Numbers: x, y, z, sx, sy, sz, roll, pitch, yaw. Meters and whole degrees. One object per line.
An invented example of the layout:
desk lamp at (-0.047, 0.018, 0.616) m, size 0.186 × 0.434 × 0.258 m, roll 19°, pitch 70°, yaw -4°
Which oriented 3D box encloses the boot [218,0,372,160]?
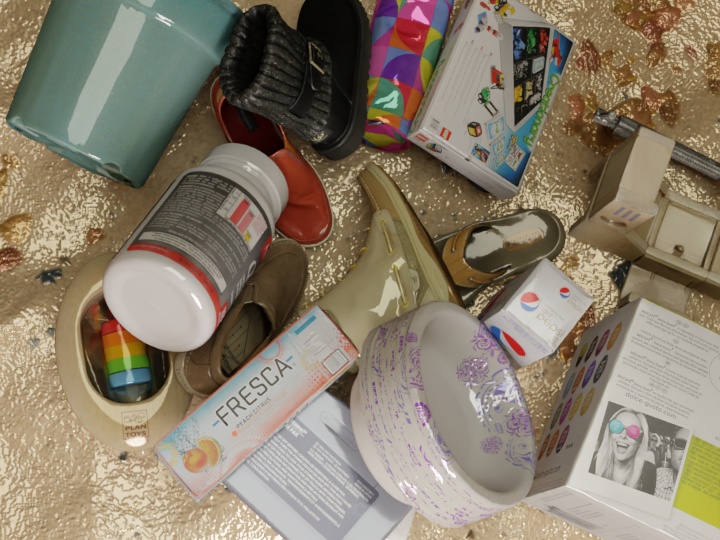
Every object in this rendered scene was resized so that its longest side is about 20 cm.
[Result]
boot at (-0.064, -0.225, 1.487) m, size 0.158 × 0.079 × 0.212 m, roll 29°, pitch 45°, yaw -41°

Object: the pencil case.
pencil case at (0.039, -0.222, 1.560) m, size 0.088 × 0.088 × 0.201 m, roll 19°, pitch 75°, yaw -4°

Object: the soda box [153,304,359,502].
soda box at (-0.095, 0.122, 1.376) m, size 0.200 × 0.068 × 0.064 m, roll -40°, pitch 84°, yaw -14°

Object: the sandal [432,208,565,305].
sandal at (0.121, -0.012, 1.541) m, size 0.199 × 0.054 × 0.081 m, roll -23°, pitch 82°, yaw -6°

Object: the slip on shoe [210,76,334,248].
slip on shoe at (-0.090, -0.108, 1.508) m, size 0.074 × 0.061 × 0.201 m, roll -27°, pitch 106°, yaw 4°

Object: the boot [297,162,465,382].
boot at (0.000, 0.000, 1.512) m, size 0.155 × 0.073 × 0.201 m, roll -31°, pitch 61°, yaw 7°

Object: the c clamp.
c clamp at (0.321, -0.121, 1.543) m, size 0.199 × 0.171 × 0.027 m, roll 25°, pitch 99°, yaw -8°

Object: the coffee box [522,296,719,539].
coffee box at (0.296, 0.168, 1.457) m, size 0.199 × 0.200 × 0.199 m, roll 25°, pitch 76°, yaw -2°

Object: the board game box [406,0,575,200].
board game box at (0.138, -0.189, 1.556) m, size 0.126 × 0.035 × 0.201 m, roll 32°, pitch 64°, yaw -17°

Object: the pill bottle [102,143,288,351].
pill bottle at (-0.150, -0.027, 1.430) m, size 0.116 × 0.116 × 0.200 m, roll 32°, pitch 47°, yaw -1°

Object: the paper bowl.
paper bowl at (0.067, 0.138, 1.386) m, size 0.104 × 0.200 × 0.202 m, roll -25°, pitch 81°, yaw 29°

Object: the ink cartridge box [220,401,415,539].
ink cartridge box at (-0.038, 0.187, 1.475) m, size 0.199 × 0.068 × 0.117 m, roll 20°, pitch 76°, yaw -5°

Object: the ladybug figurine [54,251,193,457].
ladybug figurine at (-0.228, 0.083, 1.467) m, size 0.135 × 0.072 × 0.201 m, roll -5°, pitch 79°, yaw -10°

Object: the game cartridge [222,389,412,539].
game cartridge at (-0.049, 0.185, 1.420) m, size 0.200 × 0.041 × 0.133 m, roll 42°, pitch 80°, yaw 3°

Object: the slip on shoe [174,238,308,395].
slip on shoe at (-0.103, 0.042, 1.467) m, size 0.200 × 0.060 × 0.076 m, roll -48°, pitch 114°, yaw -36°

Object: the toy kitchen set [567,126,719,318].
toy kitchen set at (0.318, -0.011, 1.506) m, size 0.199 × 0.180 × 0.164 m, roll 22°, pitch 78°, yaw -3°

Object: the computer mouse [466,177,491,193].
computer mouse at (0.137, -0.175, 1.593) m, size 0.058 × 0.034 × 0.201 m, roll 16°, pitch 70°, yaw -20°

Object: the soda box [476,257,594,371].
soda box at (0.158, 0.049, 1.461) m, size 0.064 × 0.200 × 0.068 m, roll 40°, pitch 77°, yaw 0°

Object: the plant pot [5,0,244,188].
plant pot at (-0.238, -0.198, 1.470) m, size 0.199 × 0.200 × 0.197 m, roll 25°, pitch 85°, yaw -2°
